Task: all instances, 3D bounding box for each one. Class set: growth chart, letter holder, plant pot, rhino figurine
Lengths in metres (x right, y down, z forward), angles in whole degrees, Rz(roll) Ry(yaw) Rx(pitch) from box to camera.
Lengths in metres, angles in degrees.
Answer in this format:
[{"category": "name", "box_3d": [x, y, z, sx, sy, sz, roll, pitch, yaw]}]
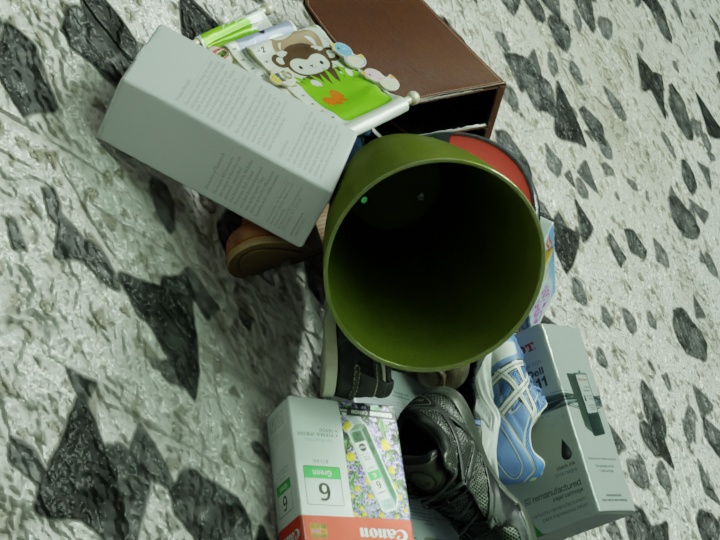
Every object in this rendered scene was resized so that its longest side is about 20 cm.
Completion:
[{"category": "growth chart", "box_3d": [-0.053, -0.189, 1.550, 0.199, 0.018, 0.145, 34, 45, 16]}, {"category": "letter holder", "box_3d": [0.029, -0.197, 1.679, 0.141, 0.101, 0.200, -12, 45, -31]}, {"category": "plant pot", "box_3d": [0.046, -0.040, 1.415, 0.187, 0.187, 0.200, 50, 7, -24]}, {"category": "rhino figurine", "box_3d": [0.077, 0.057, 1.617, 0.200, 0.059, 0.088, -89, 178, -72]}]

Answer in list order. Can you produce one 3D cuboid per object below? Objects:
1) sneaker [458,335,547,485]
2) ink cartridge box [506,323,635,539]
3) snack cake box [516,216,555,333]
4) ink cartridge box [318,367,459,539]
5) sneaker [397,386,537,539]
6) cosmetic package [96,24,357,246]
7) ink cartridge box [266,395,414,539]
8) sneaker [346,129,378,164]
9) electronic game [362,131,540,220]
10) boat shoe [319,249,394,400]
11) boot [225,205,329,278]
[{"category": "sneaker", "box_3d": [0.139, 0.118, 1.595, 0.076, 0.076, 0.202, 6, 66, -8]}, {"category": "ink cartridge box", "box_3d": [0.172, 0.171, 1.650, 0.083, 0.146, 0.202, 11, 57, -53]}, {"category": "snack cake box", "box_3d": [0.135, -0.009, 1.668, 0.068, 0.114, 0.200, -62, 164, -14]}, {"category": "ink cartridge box", "box_3d": [0.047, 0.195, 1.534, 0.199, 0.040, 0.202, 21, 51, -51]}, {"category": "sneaker", "box_3d": [0.087, 0.209, 1.474, 0.114, 0.076, 0.201, -18, 81, -58]}, {"category": "cosmetic package", "box_3d": [-0.112, -0.116, 1.401, 0.199, 0.071, 0.102, 29, 38, -5]}, {"category": "ink cartridge box", "box_3d": [-0.013, 0.210, 1.378, 0.108, 0.050, 0.202, 8, 57, -27]}, {"category": "sneaker", "box_3d": [-0.033, -0.155, 1.623, 0.200, 0.089, 0.079, 40, 37, -32]}, {"category": "electronic game", "box_3d": [0.073, -0.045, 1.552, 0.042, 0.198, 0.202, 61, 20, -57]}, {"category": "boat shoe", "box_3d": [-0.002, 0.038, 1.470, 0.201, 0.067, 0.072, -90, -177, -48]}, {"category": "boot", "box_3d": [-0.090, -0.081, 1.484, 0.200, 0.076, 0.157, -18, 85, -63]}]
